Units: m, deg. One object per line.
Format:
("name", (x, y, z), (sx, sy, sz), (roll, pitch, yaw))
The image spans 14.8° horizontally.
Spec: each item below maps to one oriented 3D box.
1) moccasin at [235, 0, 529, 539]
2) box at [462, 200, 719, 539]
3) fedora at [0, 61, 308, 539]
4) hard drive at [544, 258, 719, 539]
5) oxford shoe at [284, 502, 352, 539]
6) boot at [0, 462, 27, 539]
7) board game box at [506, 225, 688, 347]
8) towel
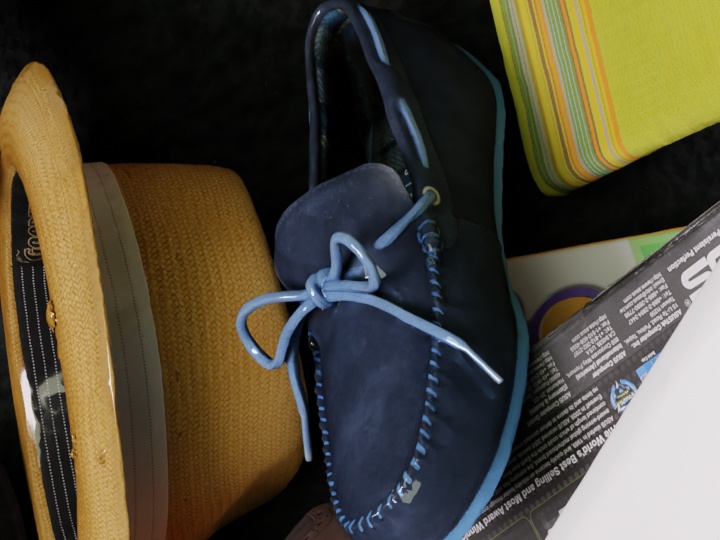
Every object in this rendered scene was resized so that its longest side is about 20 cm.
("moccasin", (0.000, 0.000, 0.813), (0.080, 0.068, 0.201), (-40, 33, 28))
("box", (0.109, 0.096, 0.772), (0.200, 0.047, 0.194), (-41, 75, 39))
("fedora", (-0.065, 0.029, 0.873), (0.081, 0.201, 0.202), (-9, 85, -13))
("hard drive", (0.139, 0.040, 0.689), (0.132, 0.026, 0.201), (43, 122, 25))
("oxford shoe", (-0.040, 0.164, 0.901), (0.200, 0.071, 0.073), (-55, 35, 23))
("boot", (-0.187, 0.170, 0.943), (0.199, 0.068, 0.189), (-26, 77, 36))
("board game box", (0.085, 0.038, 0.850), (0.199, 0.030, 0.096), (-11, 85, 29))
("towel", (0.083, -0.078, 0.782), (0.018, 0.200, 0.087), (-12, 86, -19))
